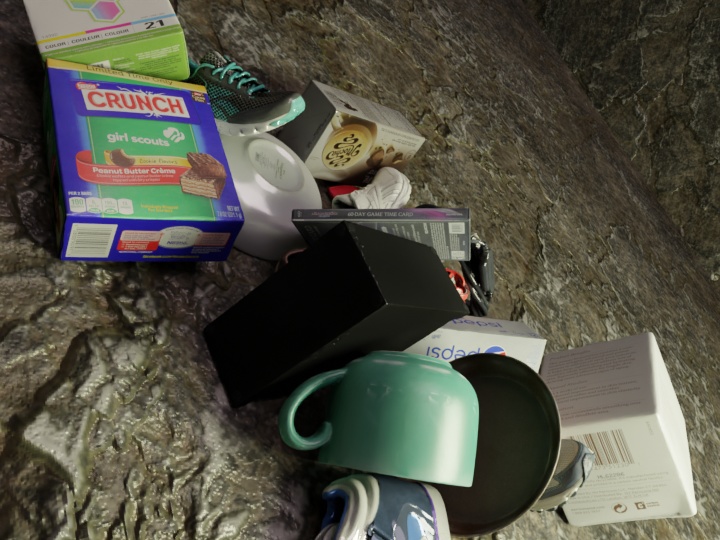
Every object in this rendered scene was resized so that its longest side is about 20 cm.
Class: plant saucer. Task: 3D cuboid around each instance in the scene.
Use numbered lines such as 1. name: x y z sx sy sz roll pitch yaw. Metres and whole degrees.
1. plant saucer: 0.124 0.186 0.693 0.032 0.200 0.201 42 31 -39

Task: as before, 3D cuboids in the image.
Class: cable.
1. cable: 0.121 -0.001 0.921 0.163 0.200 0.051 28 60 36

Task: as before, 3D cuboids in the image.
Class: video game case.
1. video game case: 0.031 -0.041 0.771 0.143 0.199 0.019 61 32 -71

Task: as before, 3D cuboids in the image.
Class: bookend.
1. bookend: -0.018 0.053 0.683 0.200 0.199 0.092 10 49 -58

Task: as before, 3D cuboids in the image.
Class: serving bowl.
1. serving bowl: -0.124 -0.113 0.811 0.200 0.066 0.200 29 39 -26

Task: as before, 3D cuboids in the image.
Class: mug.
1. mug: 0.032 0.140 0.629 0.185 0.152 0.115 29 65 -49

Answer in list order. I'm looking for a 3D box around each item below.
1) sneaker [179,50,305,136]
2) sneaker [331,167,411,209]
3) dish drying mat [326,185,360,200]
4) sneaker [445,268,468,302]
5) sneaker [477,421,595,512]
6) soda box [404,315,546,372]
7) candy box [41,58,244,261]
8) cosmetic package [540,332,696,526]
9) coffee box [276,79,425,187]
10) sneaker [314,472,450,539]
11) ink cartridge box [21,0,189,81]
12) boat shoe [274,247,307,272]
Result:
1. sneaker: -0.156 -0.211 0.753 0.078 0.200 0.091 -46 135 -46
2. sneaker: 0.011 -0.094 0.914 0.099 0.078 0.200 28 41 -15
3. dish drying mat: 0.024 -0.044 0.954 0.077 0.018 0.200 -10 65 -51
4. sneaker: 0.119 0.072 0.865 0.201 0.108 0.067 43 28 -9
5. sneaker: 0.164 0.210 0.712 0.086 0.200 0.078 48 55 -10
6. soda box: 0.123 0.094 0.805 0.199 0.064 0.068 7 14 -13
7. candy box: -0.227 -0.110 0.658 0.169 0.077 0.200 -1 55 -34
8. cosmetic package: 0.355 0.219 0.904 0.167 0.167 0.200 63 30 -15
9. coffee box: -0.012 -0.196 0.969 0.200 0.113 0.080 4 41 -48
10. sneaker: 0.018 0.286 0.583 0.146 0.081 0.200 14 50 -30
11. ink cartridge box: -0.299 -0.297 0.725 0.147 0.076 0.200 -20 69 -18
12. boat shoe: 0.000 0.000 0.766 0.199 0.072 0.072 6 66 -13
